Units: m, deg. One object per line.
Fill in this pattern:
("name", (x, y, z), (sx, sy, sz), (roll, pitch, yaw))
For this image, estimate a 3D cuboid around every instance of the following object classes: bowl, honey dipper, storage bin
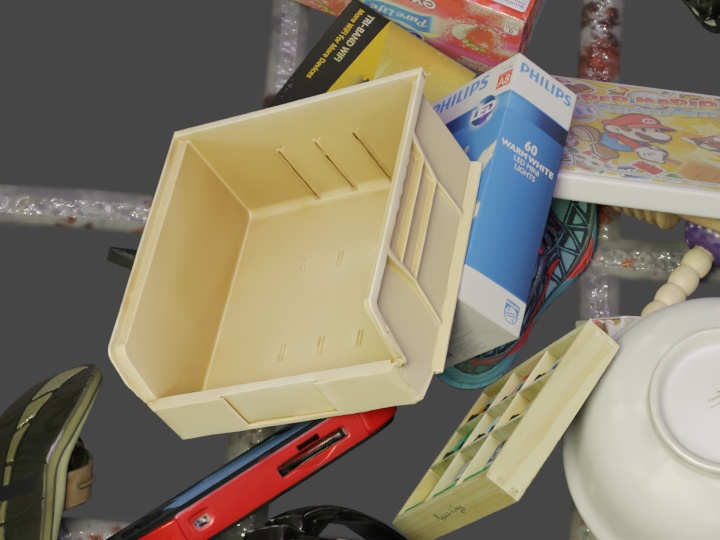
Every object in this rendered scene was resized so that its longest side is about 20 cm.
("bowl", (0.226, 0.096, 1.229), (0.199, 0.091, 0.203), (-2, 65, 4))
("honey dipper", (0.268, -0.030, 1.385), (0.199, 0.038, 0.038), (23, 64, 35))
("storage bin", (-0.041, -0.006, 1.260), (0.199, 0.094, 0.200), (-11, 48, 30))

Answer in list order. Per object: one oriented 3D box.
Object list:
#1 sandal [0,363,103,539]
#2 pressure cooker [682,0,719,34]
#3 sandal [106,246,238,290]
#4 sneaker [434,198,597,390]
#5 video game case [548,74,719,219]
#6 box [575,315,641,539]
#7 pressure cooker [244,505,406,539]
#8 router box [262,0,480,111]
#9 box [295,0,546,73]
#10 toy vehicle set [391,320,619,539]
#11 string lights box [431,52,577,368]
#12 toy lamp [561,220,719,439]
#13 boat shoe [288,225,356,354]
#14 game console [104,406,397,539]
("sandal", (-0.217, 0.151, 1.333), (0.079, 0.057, 0.202), (-15, 47, 29))
("pressure cooker", (0.316, -0.268, 1.493), (0.198, 0.180, 0.176), (-10, 23, -7))
("sandal", (-0.091, 0.029, 1.394), (0.199, 0.075, 0.048), (18, 93, 4))
("sneaker", (0.119, -0.009, 1.405), (0.079, 0.096, 0.201), (26, 67, 8))
("video game case", (0.226, -0.090, 1.432), (0.198, 0.023, 0.182), (7, 28, 0))
("box", (0.176, 0.131, 1.337), (0.038, 0.041, 0.202), (-3, 87, -8))
("pressure cooker", (-0.011, 0.250, 1.230), (0.177, 0.176, 0.202), (6, 64, 2))
("router box", (0.002, -0.082, 1.455), (0.157, 0.052, 0.201), (32, 68, 10))
("box", (0.047, -0.238, 1.504), (0.199, 0.096, 0.100), (21, 66, 7))
("toy vehicle set", (0.092, 0.112, 1.293), (0.026, 0.200, 0.125), (38, 67, -3))
("string lights box", (0.077, -0.038, 1.334), (0.059, 0.103, 0.201), (31, 56, -25))
("toy lamp", (0.207, 0.044, 1.409), (0.058, 0.058, 0.200), (36, 69, 12))
("boat shoe", (0.000, 0.000, 1.351), (0.072, 0.062, 0.201), (29, 63, 1))
("game console", (-0.076, 0.133, 1.290), (0.199, 0.177, 0.031), (-31, 94, -16))
